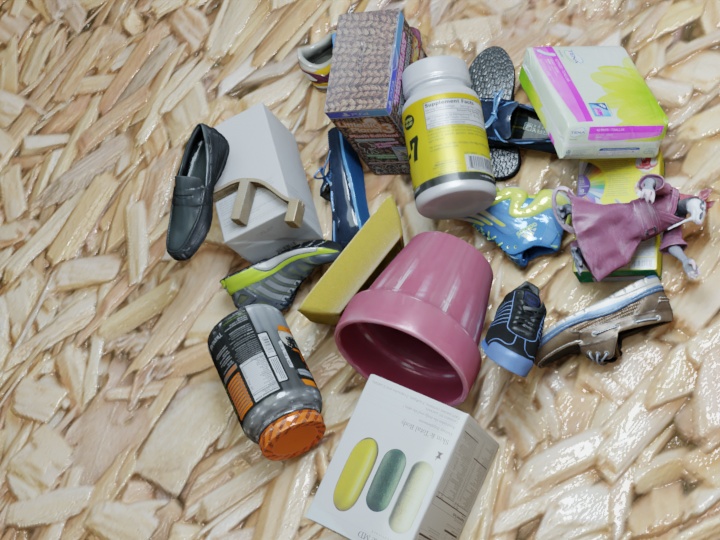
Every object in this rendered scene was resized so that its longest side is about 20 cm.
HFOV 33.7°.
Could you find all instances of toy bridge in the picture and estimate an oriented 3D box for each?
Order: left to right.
[{"bbox_3d":[-0.169,-0.100,1.722,0.198,0.027,0.068,4,71,28],"label":"toy bridge"}]

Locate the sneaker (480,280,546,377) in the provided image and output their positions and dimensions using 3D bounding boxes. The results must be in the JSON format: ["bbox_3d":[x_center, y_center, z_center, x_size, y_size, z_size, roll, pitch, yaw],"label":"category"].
[{"bbox_3d":[0.203,0.070,1.533,0.070,0.200,0.079,27,106,-3],"label":"sneaker"}]

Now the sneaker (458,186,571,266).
[{"bbox_3d":[0.195,-0.063,1.661,0.197,0.076,0.106,2,70,23],"label":"sneaker"}]

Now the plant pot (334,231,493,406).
[{"bbox_3d":[0.088,0.056,1.600,0.198,0.201,0.180,14,59,28],"label":"plant pot"}]

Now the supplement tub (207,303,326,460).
[{"bbox_3d":[-0.130,0.159,1.681,0.122,0.123,0.201,-33,60,7],"label":"supplement tub"}]

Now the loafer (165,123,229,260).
[{"bbox_3d":[-0.244,-0.114,1.709,0.067,0.070,0.203,4,71,30],"label":"loafer"}]

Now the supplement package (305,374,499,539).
[{"bbox_3d":[0.057,0.269,1.534,0.150,0.151,0.202,20,77,28],"label":"supplement package"}]

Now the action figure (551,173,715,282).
[{"bbox_3d":[0.363,-0.060,1.541,0.198,0.135,0.149,-18,19,2],"label":"action figure"}]

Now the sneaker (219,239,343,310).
[{"bbox_3d":[-0.108,0.013,1.764,0.198,0.074,0.082,-22,95,22],"label":"sneaker"}]

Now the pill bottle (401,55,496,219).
[{"bbox_3d":[0.117,-0.182,1.625,0.113,0.114,0.203,-14,71,17],"label":"pill bottle"}]

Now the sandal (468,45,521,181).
[{"bbox_3d":[0.196,-0.228,1.751,0.074,0.048,0.203,-5,79,15],"label":"sandal"}]

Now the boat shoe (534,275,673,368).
[{"bbox_3d":[0.313,0.083,1.549,0.199,0.072,0.073,-31,70,15],"label":"boat shoe"}]

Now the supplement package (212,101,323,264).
[{"bbox_3d":[-0.152,-0.128,1.813,0.120,0.120,0.202,-24,61,15],"label":"supplement package"}]

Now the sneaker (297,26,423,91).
[{"bbox_3d":[-0.002,-0.342,1.856,0.198,0.090,0.076,-18,62,16],"label":"sneaker"}]

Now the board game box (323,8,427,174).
[{"bbox_3d":[0.037,-0.256,1.739,0.096,0.200,0.161,-1,67,23],"label":"board game box"}]

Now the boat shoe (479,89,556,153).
[{"bbox_3d":[0.216,-0.217,1.682,0.197,0.069,0.085,6,83,15],"label":"boat shoe"}]

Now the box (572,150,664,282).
[{"bbox_3d":[0.353,-0.086,1.618,0.116,0.048,0.203,-1,70,23],"label":"box"}]

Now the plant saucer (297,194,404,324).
[{"bbox_3d":[0.000,0.000,1.667,0.048,0.200,0.201,38,87,6],"label":"plant saucer"}]

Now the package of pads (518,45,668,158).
[{"bbox_3d":[0.318,-0.233,1.622,0.152,0.069,0.201,-3,43,-13],"label":"package of pads"}]

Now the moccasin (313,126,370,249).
[{"bbox_3d":[-0.034,-0.124,1.785,0.067,0.080,0.202,-18,61,20],"label":"moccasin"}]
